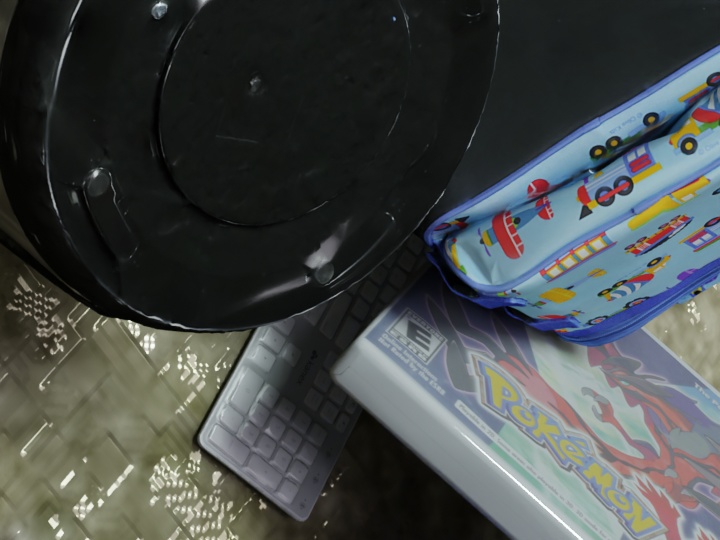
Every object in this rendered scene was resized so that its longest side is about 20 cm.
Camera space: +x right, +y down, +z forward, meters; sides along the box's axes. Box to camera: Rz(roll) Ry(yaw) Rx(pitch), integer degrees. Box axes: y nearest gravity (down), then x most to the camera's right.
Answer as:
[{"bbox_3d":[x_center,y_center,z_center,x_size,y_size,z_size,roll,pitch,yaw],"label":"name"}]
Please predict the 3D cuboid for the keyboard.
[{"bbox_3d":[0.000,0.000,0.903,0.056,0.011,0.200,43,59,-29],"label":"keyboard"}]

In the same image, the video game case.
[{"bbox_3d":[0.096,0.067,0.862,0.200,0.023,0.182,41,26,2],"label":"video game case"}]

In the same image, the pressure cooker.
[{"bbox_3d":[-0.073,-0.092,0.736,0.179,0.200,0.176,-46,135,-9],"label":"pressure cooker"}]

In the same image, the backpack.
[{"bbox_3d":[0.109,-0.058,0.860,0.200,0.182,0.135,28,35,-64],"label":"backpack"}]
